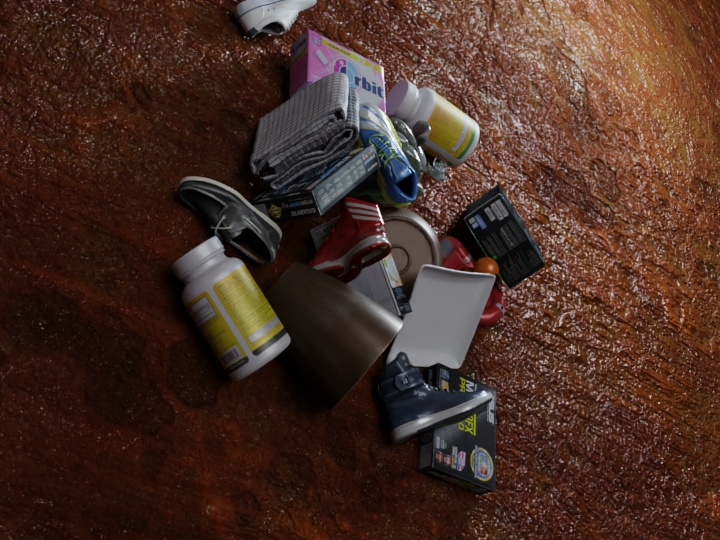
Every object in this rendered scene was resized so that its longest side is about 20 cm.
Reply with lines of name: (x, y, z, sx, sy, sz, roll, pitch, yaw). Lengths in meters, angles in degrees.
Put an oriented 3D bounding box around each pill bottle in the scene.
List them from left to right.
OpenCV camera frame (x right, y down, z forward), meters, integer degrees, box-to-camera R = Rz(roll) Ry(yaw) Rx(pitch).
pill bottle: (-0.202, 0.056, 1.274, 0.112, 0.112, 0.202, -35, 94, -45)
pill bottle: (0.148, -0.315, 1.766, 0.198, 0.112, 0.115, 28, 53, -28)

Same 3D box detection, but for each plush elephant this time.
plush elephant: (0.074, -0.216, 1.639, 0.195, 0.155, 0.169, 10, 103, -2)

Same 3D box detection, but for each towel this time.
towel: (-0.091, -0.237, 1.438, 0.086, 0.198, 0.167, 49, 22, -29)

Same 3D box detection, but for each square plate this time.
square plate: (0.147, 0.087, 1.555, 0.197, 0.202, 0.028, 7, 20, -39)

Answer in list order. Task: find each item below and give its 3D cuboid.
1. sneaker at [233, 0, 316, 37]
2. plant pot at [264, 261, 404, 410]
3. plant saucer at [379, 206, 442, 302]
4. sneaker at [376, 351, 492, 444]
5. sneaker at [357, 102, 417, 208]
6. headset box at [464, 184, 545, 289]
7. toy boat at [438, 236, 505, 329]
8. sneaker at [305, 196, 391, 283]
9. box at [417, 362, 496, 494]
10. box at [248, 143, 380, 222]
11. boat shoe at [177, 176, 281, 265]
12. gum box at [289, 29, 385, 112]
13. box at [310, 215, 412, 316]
sneaker: (-0.158, -0.496, 1.621, 0.198, 0.072, 0.072, -28, 98, -36)
plant pot: (-0.061, 0.087, 1.357, 0.200, 0.187, 0.187, 42, 46, 2)
plant saucer: (0.064, -0.019, 1.536, 0.195, 0.034, 0.205, 2, 83, -13)
sneaker: (0.126, 0.205, 1.477, 0.198, 0.077, 0.149, -14, 67, -17)
sneaker: (0.056, -0.209, 1.501, 0.075, 0.105, 0.203, -30, 107, -14)
headset box: (0.301, -0.076, 1.749, 0.176, 0.092, 0.200, 56, 14, -5)
toy boat: (0.223, 0.016, 1.658, 0.201, 0.130, 0.131, 50, 46, -11)
sneaker: (-0.032, -0.050, 1.421, 0.078, 0.197, 0.118, 23, 51, -48)
box: (0.183, 0.294, 1.548, 0.158, 0.044, 0.204, 26, 54, -29)
box: (-0.080, -0.150, 1.449, 0.200, 0.156, 0.047, -44, 119, -45)
boat shoe: (-0.214, -0.082, 1.359, 0.199, 0.071, 0.069, 36, 46, -26)
gum box: (-0.038, -0.360, 1.597, 0.197, 0.066, 0.116, 17, 61, -35)
box: (0.000, 0.000, 1.466, 0.060, 0.115, 0.204, -8, 78, -64)
